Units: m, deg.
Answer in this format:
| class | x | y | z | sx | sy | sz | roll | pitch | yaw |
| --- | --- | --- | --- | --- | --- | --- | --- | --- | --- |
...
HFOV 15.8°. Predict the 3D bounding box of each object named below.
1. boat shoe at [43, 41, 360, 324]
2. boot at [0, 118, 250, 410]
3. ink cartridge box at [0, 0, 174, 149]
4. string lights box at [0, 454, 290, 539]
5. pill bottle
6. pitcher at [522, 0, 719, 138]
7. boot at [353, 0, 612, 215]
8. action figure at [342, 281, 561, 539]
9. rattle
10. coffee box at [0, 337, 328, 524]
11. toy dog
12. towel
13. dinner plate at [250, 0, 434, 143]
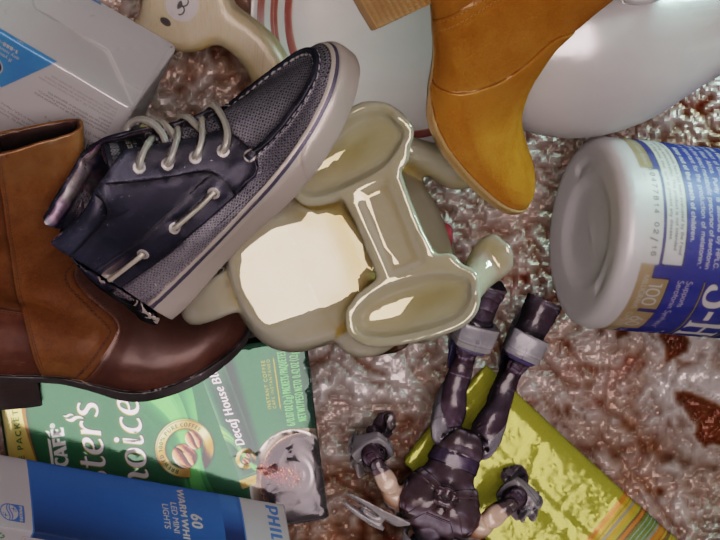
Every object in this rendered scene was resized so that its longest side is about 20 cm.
| class | x | y | z | sx | sy | sz | roll | pitch | yaw |
| --- | --- | --- | --- | --- | --- | --- | --- | --- | --- |
| boat shoe | -0.093 | -0.064 | 1.464 | 0.093 | 0.075 | 0.200 | 32 | 104 | -33 |
| boot | -0.164 | -0.015 | 1.549 | 0.187 | 0.069 | 0.201 | -4 | 131 | -1 |
| ink cartridge box | -0.203 | -0.081 | 1.574 | 0.116 | 0.200 | 0.068 | 30 | 46 | -1 |
| string lights box | -0.151 | 0.180 | 1.587 | 0.199 | 0.059 | 0.103 | 13 | 132 | -26 |
| pill bottle | 0.231 | -0.016 | 1.635 | 0.199 | 0.120 | 0.121 | 5 | 94 | -19 |
| pitcher | 0.176 | -0.159 | 1.583 | 0.199 | 0.172 | 0.122 | -11 | 72 | -18 |
| boot | 0.097 | -0.131 | 1.488 | 0.143 | 0.071 | 0.202 | -24 | 121 | 21 |
| action figure | 0.065 | 0.106 | 1.645 | 0.130 | 0.069 | 0.201 | 21 | 90 | -16 |
| rattle | -0.120 | -0.131 | 1.580 | 0.129 | 0.143 | 0.201 | -5 | 106 | 25 |
| coffee box | -0.126 | 0.113 | 1.645 | 0.199 | 0.044 | 0.124 | -7 | 96 | -6 |
| toy dog | 0.000 | 0.000 | 1.573 | 0.193 | 0.200 | 0.140 | -33 | 83 | 9 |
| towel | 0.126 | 0.159 | 1.695 | 0.200 | 0.018 | 0.086 | 43 | 83 | -7 |
| dinner plate | 0.028 | -0.161 | 1.654 | 0.199 | 0.024 | 0.202 | 0 | 93 | -7 |
